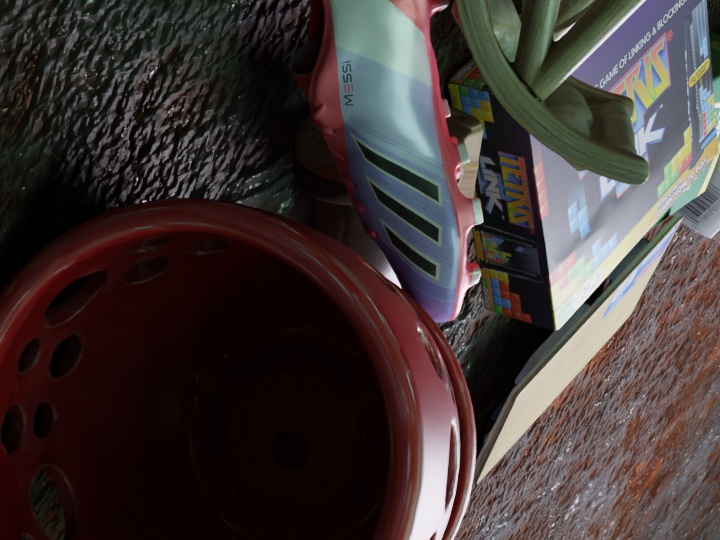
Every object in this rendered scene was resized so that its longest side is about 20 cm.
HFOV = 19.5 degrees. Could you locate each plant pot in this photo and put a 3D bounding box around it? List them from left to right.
[{"bbox_3d":[-0.048,0.073,0.895,0.201,0.200,0.182,-63,164,7],"label":"plant pot"}]

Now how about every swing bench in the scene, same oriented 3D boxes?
[{"bbox_3d":[0.116,-0.164,0.978,0.200,0.129,0.199,-63,-178,13],"label":"swing bench"}]

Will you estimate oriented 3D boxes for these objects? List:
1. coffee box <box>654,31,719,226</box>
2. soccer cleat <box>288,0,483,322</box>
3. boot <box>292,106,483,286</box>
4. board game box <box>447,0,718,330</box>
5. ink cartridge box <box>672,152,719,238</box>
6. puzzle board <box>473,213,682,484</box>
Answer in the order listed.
[{"bbox_3d":[0.203,-0.085,1.458,0.200,0.044,0.123,-30,143,-52],"label":"coffee box"},{"bbox_3d":[0.007,-0.067,0.935,0.067,0.076,0.201,-112,-168,-64],"label":"soccer cleat"},{"bbox_3d":[0.000,0.000,1.073,0.200,0.072,0.167,-13,127,-67],"label":"boot"},{"bbox_3d":[0.139,-0.090,1.240,0.200,0.057,0.166,-45,139,-35],"label":"board game box"},{"bbox_3d":[0.324,-0.137,1.600,0.200,0.050,0.162,-58,-177,-29],"label":"ink cartridge box"},{"bbox_3d":[0.153,0.055,1.516,0.200,0.017,0.151,-45,166,-28],"label":"puzzle board"}]
